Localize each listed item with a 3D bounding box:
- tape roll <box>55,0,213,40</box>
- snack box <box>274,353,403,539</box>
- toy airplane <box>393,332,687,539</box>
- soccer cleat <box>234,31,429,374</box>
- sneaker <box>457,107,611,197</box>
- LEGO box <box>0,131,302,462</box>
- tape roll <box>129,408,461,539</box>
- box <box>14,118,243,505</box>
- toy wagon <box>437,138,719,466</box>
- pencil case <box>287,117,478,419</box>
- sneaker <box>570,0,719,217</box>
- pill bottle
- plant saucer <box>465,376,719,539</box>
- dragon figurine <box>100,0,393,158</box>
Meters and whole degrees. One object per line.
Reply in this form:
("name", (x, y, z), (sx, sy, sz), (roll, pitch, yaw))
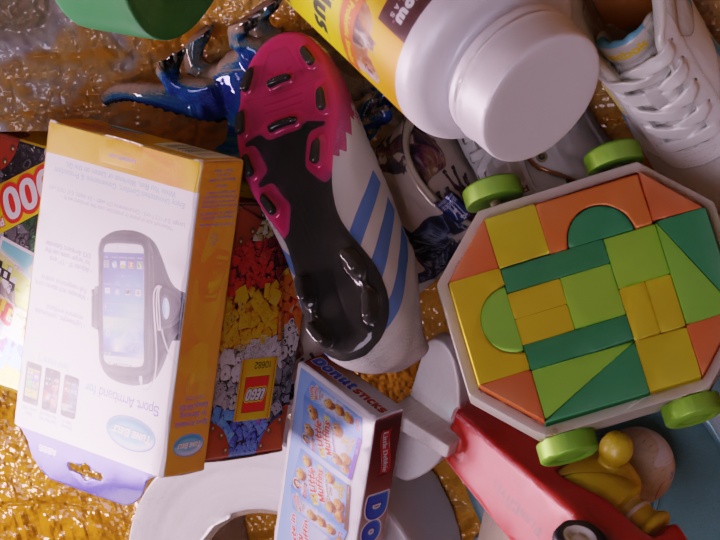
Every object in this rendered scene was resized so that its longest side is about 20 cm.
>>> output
("tape roll", (-0.111, -0.225, 1.468), (0.048, 0.200, 0.202), (11, 117, 17))
("snack box", (-0.019, 0.152, 1.605), (0.072, 0.024, 0.201), (35, 128, 40))
("toy airplane", (0.111, 0.114, 1.553), (0.200, 0.140, 0.201), (-18, 84, 56))
("soccer cleat", (-0.014, -0.033, 1.515), (0.070, 0.086, 0.201), (-24, 67, 22))
("sneaker", (0.086, -0.078, 1.523), (0.200, 0.085, 0.073), (48, 123, -2))
("LEGO box", (-0.130, 0.011, 1.601), (0.199, 0.077, 0.150), (16, 102, 37))
("tape roll", (-0.040, 0.178, 1.699), (0.201, 0.071, 0.204), (9, 116, 19))
("box", (-0.131, 0.025, 1.529), (0.118, 0.041, 0.202), (16, 105, 37))
("toy wagon", (0.143, 0.008, 1.453), (0.198, 0.040, 0.156), (-17, 76, 2))
("pencil case", (0.000, 0.000, 1.597), (0.200, 0.078, 0.090), (-44, 77, 31))
("sneaker", (0.158, -0.109, 1.481), (0.076, 0.081, 0.201), (-23, 104, 27))
("pill bottle", (0.036, -0.145, 1.452), (0.200, 0.109, 0.110), (45, 128, 35))
("plant saucer", (0.148, 0.121, 1.621), (0.199, 0.027, 0.202), (8, 115, 18))
("dragon figurine", (-0.066, -0.094, 1.592), (0.199, 0.059, 0.100), (-22, 103, 28))
